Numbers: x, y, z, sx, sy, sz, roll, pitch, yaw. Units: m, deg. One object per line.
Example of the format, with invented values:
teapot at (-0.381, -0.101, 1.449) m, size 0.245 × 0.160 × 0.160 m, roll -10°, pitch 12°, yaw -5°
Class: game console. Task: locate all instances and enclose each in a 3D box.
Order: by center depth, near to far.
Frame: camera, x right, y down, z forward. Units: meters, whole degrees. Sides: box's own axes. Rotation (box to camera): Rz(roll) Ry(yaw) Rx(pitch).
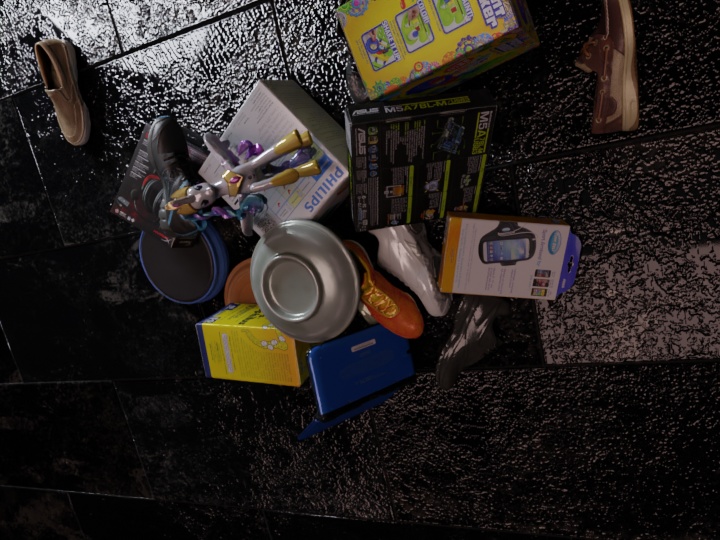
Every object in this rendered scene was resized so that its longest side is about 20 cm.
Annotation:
game console at (-0.017, 0.183, 0.955) m, size 0.118 × 0.200 × 0.171 m, roll -4°, pitch 99°, yaw 54°

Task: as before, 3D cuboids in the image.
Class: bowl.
bowl at (-0.356, -0.026, 1.123) m, size 0.200 × 0.039 × 0.201 m, roll 7°, pitch 110°, yaw 21°

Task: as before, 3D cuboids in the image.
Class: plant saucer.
plant saucer at (-0.098, 0.023, 0.871) m, size 0.200 × 0.050 × 0.201 m, roll 7°, pitch 105°, yaw 25°
plant saucer at (-0.178, 0.070, 1.083) m, size 0.200 × 0.032 × 0.201 m, roll 8°, pitch 111°, yaw 21°

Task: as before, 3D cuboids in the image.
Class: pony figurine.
pony figurine at (-0.158, -0.133, 0.792) m, size 0.200 × 0.193 × 0.167 m, roll -21°, pitch 101°, yaw 8°

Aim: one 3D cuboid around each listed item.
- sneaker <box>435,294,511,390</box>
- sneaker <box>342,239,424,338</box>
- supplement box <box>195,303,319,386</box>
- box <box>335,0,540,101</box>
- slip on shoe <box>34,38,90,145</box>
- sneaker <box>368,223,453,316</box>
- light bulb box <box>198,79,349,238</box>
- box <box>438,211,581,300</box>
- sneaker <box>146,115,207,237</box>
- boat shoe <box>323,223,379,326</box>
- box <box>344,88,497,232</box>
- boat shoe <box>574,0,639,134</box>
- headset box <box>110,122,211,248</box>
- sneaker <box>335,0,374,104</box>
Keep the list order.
sneaker at (0.182, 0.120, 0.921) m, size 0.091 × 0.076 × 0.200 m, roll 21°, pitch 117°, yaw 9°
sneaker at (0.021, 0.039, 0.891) m, size 0.200 × 0.077 × 0.073 m, roll 44°, pitch 109°, yaw -3°
supplement box at (-0.178, 0.130, 1.024) m, size 0.200 × 0.109 × 0.110 m, roll 1°, pitch 108°, yaw 22°
box at (0.109, -0.314, 0.727) m, size 0.192 × 0.200 × 0.122 m, roll -19°, pitch 96°, yaw 28°
slip on shoe at (-0.585, -0.346, 1.102) m, size 0.076 × 0.061 × 0.200 m, roll 9°, pitch 111°, yaw 21°
sneaker at (0.080, -0.011, 0.927) m, size 0.099 × 0.078 × 0.200 m, roll -26°, pitch 89°, yaw 37°
light bulb box at (-0.119, -0.169, 0.922) m, size 0.200 × 0.125 × 0.198 m, roll 46°, pitch 118°, yaw 3°
box at (0.223, -0.021, 0.844) m, size 0.199 × 0.041 × 0.119 m, roll 4°, pitch 111°, yaw -2°
sneaker at (-0.294, -0.155, 0.933) m, size 0.082 × 0.073 × 0.200 m, roll 2°, pitch 105°, yaw 35°
boat shoe at (0.000, 0.001, 0.964) m, size 0.066 × 0.072 × 0.201 m, roll -29°, pitch 97°, yaw 20°
box at (0.080, -0.147, 0.788) m, size 0.193 × 0.048 × 0.200 m, roll -11°, pitch 141°, yaw -6°
boat shoe at (0.316, -0.277, 0.729) m, size 0.072 × 0.072 × 0.200 m, roll -5°, pitch 111°, yaw 24°
headset box at (-0.343, -0.162, 1.029) m, size 0.148 × 0.075 × 0.200 m, roll 30°, pitch 100°, yaw 12°
sneaker at (-0.004, -0.343, 0.824) m, size 0.060 × 0.104 × 0.200 m, roll 15°, pitch 112°, yaw 19°
